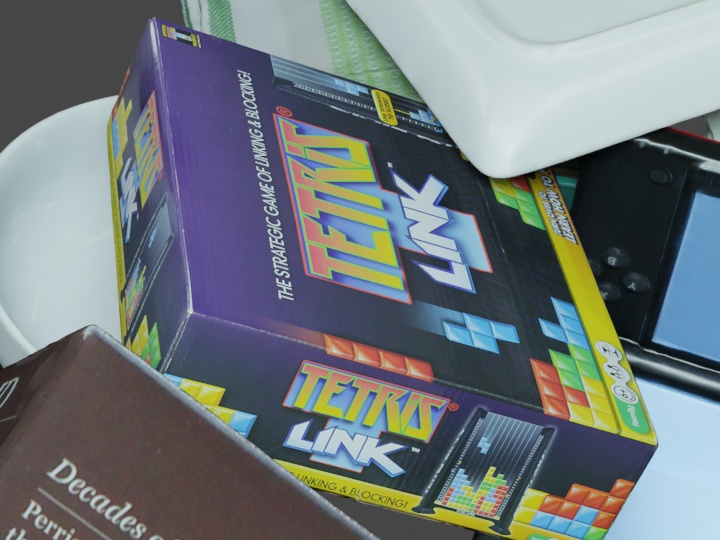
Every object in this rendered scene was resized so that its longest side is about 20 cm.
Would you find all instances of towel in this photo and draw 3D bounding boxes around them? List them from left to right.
[{"bbox_3d":[0.027,-0.110,0.928,0.200,0.031,0.149,-13,45,-1],"label":"towel"}]

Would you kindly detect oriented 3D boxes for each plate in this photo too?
[{"bbox_3d":[0.099,-0.126,0.890,0.200,0.032,0.200,-19,41,-13],"label":"plate"}]

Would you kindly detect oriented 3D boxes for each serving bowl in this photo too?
[{"bbox_3d":[-0.056,0.017,0.881,0.200,0.066,0.200,10,40,-9],"label":"serving bowl"}]

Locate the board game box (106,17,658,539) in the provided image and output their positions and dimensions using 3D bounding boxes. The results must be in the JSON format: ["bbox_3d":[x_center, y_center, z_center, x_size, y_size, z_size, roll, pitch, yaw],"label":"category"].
[{"bbox_3d":[0.000,0.000,0.786,0.165,0.057,0.200,17,29,-20],"label":"board game box"}]

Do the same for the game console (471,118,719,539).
[{"bbox_3d":[0.156,0.061,0.843,0.200,0.173,0.119,17,48,9],"label":"game console"}]

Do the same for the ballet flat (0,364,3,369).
[{"bbox_3d":[-0.153,0.049,0.903,0.073,0.073,0.200,-41,46,-8],"label":"ballet flat"}]

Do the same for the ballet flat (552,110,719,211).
[{"bbox_3d":[0.120,-0.038,0.909,0.200,0.068,0.068,20,65,10],"label":"ballet flat"}]

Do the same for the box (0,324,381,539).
[{"bbox_3d":[-0.094,0.153,0.665,0.164,0.166,0.200,38,65,-14],"label":"box"}]
